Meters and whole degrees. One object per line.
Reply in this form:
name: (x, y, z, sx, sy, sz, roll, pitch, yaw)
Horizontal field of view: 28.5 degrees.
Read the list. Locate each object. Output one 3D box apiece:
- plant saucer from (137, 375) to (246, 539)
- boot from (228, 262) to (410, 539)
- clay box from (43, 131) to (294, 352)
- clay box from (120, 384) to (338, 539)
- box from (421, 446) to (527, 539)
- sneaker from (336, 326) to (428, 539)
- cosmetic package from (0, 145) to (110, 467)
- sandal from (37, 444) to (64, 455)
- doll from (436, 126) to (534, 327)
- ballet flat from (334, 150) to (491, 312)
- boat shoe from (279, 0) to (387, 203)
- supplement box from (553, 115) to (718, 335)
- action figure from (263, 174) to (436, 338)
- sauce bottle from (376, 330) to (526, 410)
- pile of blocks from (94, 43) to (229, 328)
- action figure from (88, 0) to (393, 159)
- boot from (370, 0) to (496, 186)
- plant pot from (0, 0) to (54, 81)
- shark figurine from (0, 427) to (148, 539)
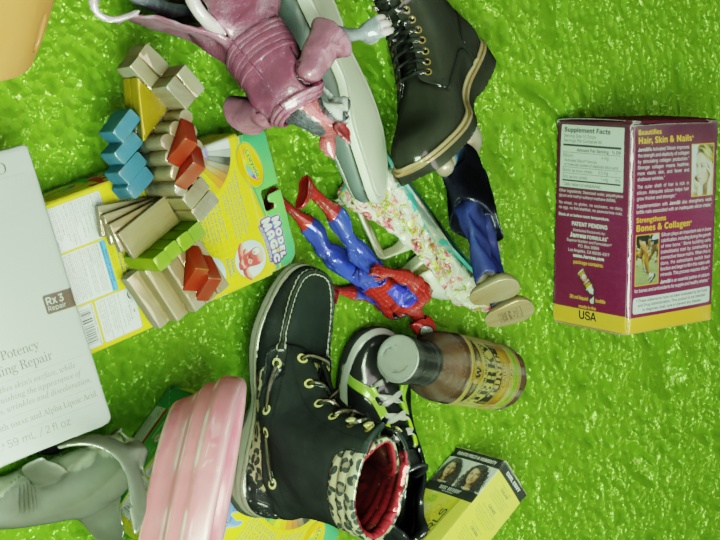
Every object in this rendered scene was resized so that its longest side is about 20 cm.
plant saucer: (-0.122, 0.171, 1.002, 0.051, 0.201, 0.202, 11, 89, -1)
boot: (-0.020, 0.100, 1.080, 0.073, 0.153, 0.205, 16, 83, -41)
clay box: (-0.148, -0.027, 1.072, 0.199, 0.047, 0.116, -24, 109, -35)
clay box: (-0.111, 0.198, 1.141, 0.200, 0.047, 0.115, 50, 64, -32)
box: (0.059, 0.250, 1.269, 0.200, 0.075, 0.050, -46, 120, -23)
sneaker: (0.033, 0.148, 1.227, 0.071, 0.083, 0.201, -12, 104, -37)
cosmetic package: (-0.252, 0.026, 0.958, 0.101, 0.074, 0.201, -21, 96, -42)
sandal: (-0.280, 0.086, 0.994, 0.199, 0.043, 0.077, 12, 88, -39)
doll: (0.099, -0.049, 1.220, 0.137, 0.048, 0.201, 51, 21, -52)
ballet flat: (0.048, -0.024, 1.238, 0.064, 0.076, 0.200, -38, 118, 7)
boat shoe: (-0.032, -0.144, 1.139, 0.073, 0.061, 0.201, -51, 123, -66)
supplement box: (0.265, -0.048, 1.374, 0.130, 0.103, 0.201, -5, 100, -38)
action figure: (0.000, 0.000, 1.195, 0.200, 0.065, 0.052, 39, 45, -34)
sauce bottle: (0.079, 0.086, 1.231, 0.200, 0.064, 0.065, 12, 88, -59)
pile of blocks: (-0.139, -0.058, 0.998, 0.082, 0.062, 0.201, -16, 101, -36)
action figure: (-0.072, -0.166, 1.032, 0.200, 0.134, 0.149, 51, 22, 12)
boot: (0.037, -0.174, 1.173, 0.139, 0.077, 0.200, 54, 31, -25)
plant pot: (-0.268, -0.202, 0.885, 0.199, 0.200, 0.141, -8, 118, -37)
shark figurine: (-0.179, 0.157, 0.983, 0.128, 0.214, 0.090, -18, 86, -44)
